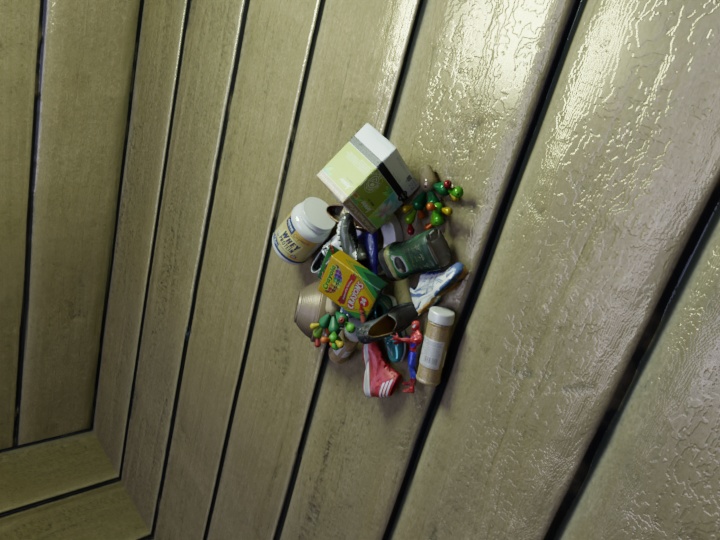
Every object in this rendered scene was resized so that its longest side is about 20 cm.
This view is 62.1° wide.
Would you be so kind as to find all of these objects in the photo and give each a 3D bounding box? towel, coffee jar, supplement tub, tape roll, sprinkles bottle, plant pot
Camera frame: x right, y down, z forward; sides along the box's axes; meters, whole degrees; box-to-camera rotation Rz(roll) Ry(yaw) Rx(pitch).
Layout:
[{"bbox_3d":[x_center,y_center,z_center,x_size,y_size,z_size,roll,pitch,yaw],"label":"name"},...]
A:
[{"bbox_3d":[0.000,0.000,1.735,0.146,0.049,0.204,-13,71,41],"label":"towel"},{"bbox_3d":[0.140,-0.038,1.596,0.198,0.085,0.105,-17,106,47],"label":"coffee jar"},{"bbox_3d":[-0.181,-0.126,1.919,0.200,0.143,0.146,-43,63,40],"label":"supplement tub"},{"bbox_3d":[0.043,-0.088,1.760,0.201,0.037,0.207,5,97,47],"label":"tape roll"},{"bbox_3d":[-0.041,0.215,1.816,0.069,0.067,0.201,64,150,21],"label":"sprinkles bottle"},{"bbox_3d":[0.197,0.200,1.586,0.068,0.068,0.204,25,111,42],"label":"sprinkles bottle"},{"bbox_3d":[-0.156,0.119,1.877,0.201,0.091,0.205,-167,90,-82],"label":"plant pot"}]

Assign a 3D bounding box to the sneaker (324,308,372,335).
[{"bbox_3d":[-0.032,0.144,1.828,0.146,0.080,0.203,39,115,42],"label":"sneaker"}]

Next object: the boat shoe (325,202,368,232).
[{"bbox_3d":[-0.026,-0.155,1.750,0.198,0.071,0.077,18,107,45],"label":"boat shoe"}]

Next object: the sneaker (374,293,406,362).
[{"bbox_3d":[0.074,0.169,1.719,0.077,0.079,0.203,-26,75,45],"label":"sneaker"}]

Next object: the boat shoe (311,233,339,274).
[{"bbox_3d":[-0.094,-0.059,1.885,0.200,0.068,0.073,-45,62,39],"label":"boat shoe"}]

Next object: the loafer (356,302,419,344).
[{"bbox_3d":[0.086,0.143,1.621,0.074,0.198,0.072,63,161,-3],"label":"loafer"}]

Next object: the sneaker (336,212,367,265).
[{"bbox_3d":[-0.018,-0.059,1.677,0.089,0.066,0.204,6,100,35],"label":"sneaker"}]

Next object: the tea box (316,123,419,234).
[{"bbox_3d":[0.025,-0.241,1.599,0.197,0.200,0.134,-45,58,4],"label":"tea box"}]

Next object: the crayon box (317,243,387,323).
[{"bbox_3d":[-0.036,0.036,1.645,0.199,0.051,0.128,35,125,15],"label":"crayon box"}]

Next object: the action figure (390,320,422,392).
[{"bbox_3d":[0.118,0.230,1.648,0.065,0.097,0.204,-91,10,-73],"label":"action figure"}]

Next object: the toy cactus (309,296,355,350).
[{"bbox_3d":[-0.086,0.145,1.719,0.199,0.101,0.168,156,113,-62],"label":"toy cactus"}]

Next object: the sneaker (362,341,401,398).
[{"bbox_3d":[0.070,0.272,1.758,0.114,0.078,0.204,-3,84,23],"label":"sneaker"}]

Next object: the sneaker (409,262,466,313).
[{"bbox_3d":[0.195,0.029,1.580,0.200,0.074,0.089,-46,61,38],"label":"sneaker"}]

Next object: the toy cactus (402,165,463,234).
[{"bbox_3d":[0.178,-0.194,1.568,0.200,0.101,0.168,-36,58,51],"label":"toy cactus"}]
